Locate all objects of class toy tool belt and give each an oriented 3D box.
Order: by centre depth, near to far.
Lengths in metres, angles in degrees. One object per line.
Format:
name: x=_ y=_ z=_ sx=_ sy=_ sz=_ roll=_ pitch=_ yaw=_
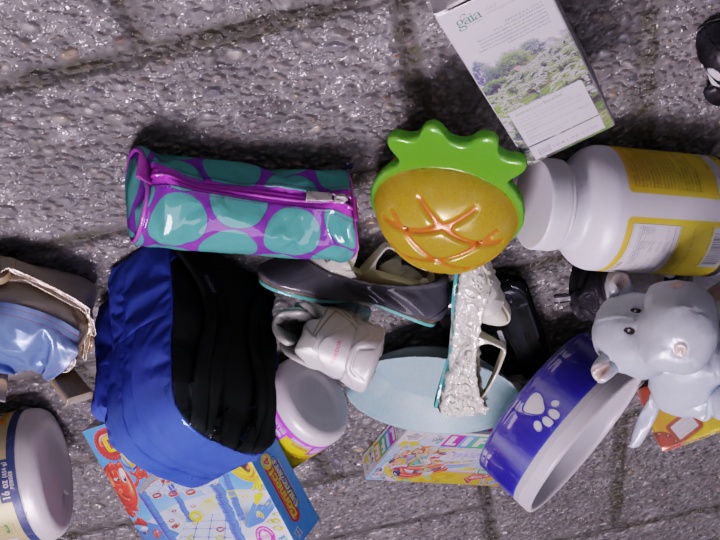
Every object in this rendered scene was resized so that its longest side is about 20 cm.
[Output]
toy tool belt: x=-0.336 y=0.053 z=1.034 sx=0.198 sy=0.124 sz=0.125 roll=14 pitch=139 yaw=-30

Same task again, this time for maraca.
maraca: x=0.076 y=-0.065 z=0.981 sx=0.135 sy=0.108 sz=0.201 roll=8 pitch=153 yaw=2

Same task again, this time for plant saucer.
plant saucer: x=0.083 y=0.128 z=1.300 sx=0.198 sy=0.039 sz=0.202 roll=5 pitch=150 yaw=3

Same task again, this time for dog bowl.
dog bowl: x=0.225 y=0.170 z=1.298 sx=0.200 sy=0.079 sz=0.201 roll=-42 pitch=158 yaw=-21

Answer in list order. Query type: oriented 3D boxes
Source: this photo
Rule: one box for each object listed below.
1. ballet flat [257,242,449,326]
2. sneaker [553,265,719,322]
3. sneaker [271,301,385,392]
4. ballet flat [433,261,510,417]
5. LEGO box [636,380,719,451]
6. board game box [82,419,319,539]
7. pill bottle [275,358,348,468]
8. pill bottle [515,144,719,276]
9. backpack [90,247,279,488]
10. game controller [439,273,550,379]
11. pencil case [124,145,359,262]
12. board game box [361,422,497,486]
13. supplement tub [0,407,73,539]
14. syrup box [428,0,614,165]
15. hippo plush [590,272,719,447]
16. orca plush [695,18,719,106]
ballet flat: x=0.000 y=0.000 z=1.108 sx=0.198 sy=0.074 sz=0.073 roll=14 pitch=139 yaw=-21
sneaker: x=0.285 y=0.006 z=1.179 sx=0.199 sy=0.076 sz=0.113 roll=-14 pitch=-175 yaw=-39
sneaker: x=-0.039 y=0.058 z=1.118 sx=0.098 sy=0.079 sz=0.200 roll=21 pitch=177 yaw=-11
ballet flat: x=0.118 y=0.059 z=1.158 sx=0.071 sy=0.072 sz=0.202 roll=0 pitch=117 yaw=-14
LEGO box: x=0.434 y=0.129 z=1.330 sx=0.198 sy=0.078 sz=0.149 roll=-25 pitch=173 yaw=20
board game box: x=-0.174 y=0.222 z=1.245 sx=0.198 sy=0.056 sz=0.197 roll=-21 pitch=102 yaw=31
pill bottle: x=-0.113 y=0.186 z=1.296 sx=0.104 sy=0.105 sz=0.199 roll=22 pitch=134 yaw=-38
pill bottle: x=0.244 y=-0.055 z=1.045 sx=0.198 sy=0.113 sz=0.112 roll=3 pitch=143 yaw=-18
backpack: x=-0.164 y=0.101 z=1.079 sx=0.167 sy=0.202 sz=0.162 roll=-33 pitch=140 yaw=29
game controller: x=0.146 y=0.067 z=1.265 sx=0.103 sy=0.043 sz=0.201 roll=-4 pitch=147 yaw=17
pencil case: x=-0.100 y=-0.056 z=0.977 sx=0.198 sy=0.086 sz=0.092 roll=4 pitch=159 yaw=-20
board game box: x=0.118 y=0.228 z=1.477 sx=0.198 sy=0.035 sz=0.135 roll=7 pitch=141 yaw=-23
supplement tub: x=-0.426 y=0.237 z=1.249 sx=0.197 sy=0.146 sz=0.145 roll=-11 pitch=145 yaw=0
syrup box: x=0.119 y=-0.175 z=0.870 sx=0.078 sy=0.082 sz=0.200 roll=-24 pitch=143 yaw=16
hippo plush: x=0.288 y=0.053 z=1.039 sx=0.160 sy=0.161 sz=0.199 roll=33 pitch=155 yaw=-26
orca plush: x=0.358 y=-0.144 z=0.984 sx=0.104 sy=0.072 sz=0.200 roll=-27 pitch=142 yaw=23
